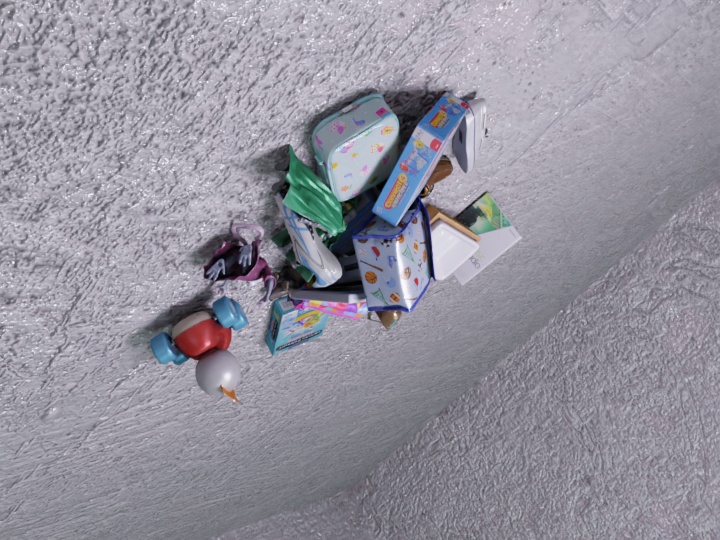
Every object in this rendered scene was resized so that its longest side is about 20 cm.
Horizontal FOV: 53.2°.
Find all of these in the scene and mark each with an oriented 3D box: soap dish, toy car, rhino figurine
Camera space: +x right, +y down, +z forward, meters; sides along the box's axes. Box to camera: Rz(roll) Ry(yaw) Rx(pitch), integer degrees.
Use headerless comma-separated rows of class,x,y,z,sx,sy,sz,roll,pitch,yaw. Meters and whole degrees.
soap dish,0.186,-0.069,1.774,0.157,0.082,0.198,-43,140,21
toy car,-0.306,0.191,1.512,0.182,0.203,0.177,-29,171,-1
rhino figurine,-0.148,0.012,1.577,0.087,0.060,0.200,-19,157,-49

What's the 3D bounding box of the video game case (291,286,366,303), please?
video game case,-0.021,0.049,1.544,0.179,0.023,0.198,-4,-176,-42

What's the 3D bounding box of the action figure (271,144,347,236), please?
action figure,-0.083,-0.120,1.295,0.054,0.121,0.200,-10,148,31

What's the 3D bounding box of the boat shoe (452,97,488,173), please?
boat shoe,0.233,-0.281,1.497,0.065,0.073,0.201,-24,147,-7

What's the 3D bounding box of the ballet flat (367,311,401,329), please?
ballet flat,0.030,0.082,1.759,0.067,0.200,0.074,14,107,-41

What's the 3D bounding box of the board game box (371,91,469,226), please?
board game box,0.115,-0.212,1.353,0.202,0.055,0.196,-61,176,36

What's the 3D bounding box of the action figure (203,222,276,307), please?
action figure,-0.231,-0.013,1.424,0.200,0.131,0.153,19,83,-76

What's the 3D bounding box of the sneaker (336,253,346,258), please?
sneaker,0.011,-0.006,1.718,0.070,0.081,0.199,-40,154,21

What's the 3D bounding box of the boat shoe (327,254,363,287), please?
boat shoe,0.000,0.003,1.575,0.195,0.075,0.068,-15,167,-9

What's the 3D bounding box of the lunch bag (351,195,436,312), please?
lunch bag,0.083,-0.038,1.431,0.200,0.121,0.174,-48,134,-53

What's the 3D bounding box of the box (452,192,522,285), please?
box,0.296,-0.080,1.852,0.199,0.145,0.036,-40,169,14

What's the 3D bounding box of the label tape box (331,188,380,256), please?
label tape box,0.003,-0.101,1.547,0.143,0.064,0.199,-39,157,15

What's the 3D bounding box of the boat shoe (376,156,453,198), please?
boat shoe,0.126,-0.185,1.538,0.197,0.069,0.072,-21,154,-26

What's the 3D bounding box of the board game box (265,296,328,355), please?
board game box,-0.152,0.122,1.795,0.149,0.047,0.201,-20,153,-26

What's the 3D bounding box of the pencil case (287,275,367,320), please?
pencil case,-0.073,0.065,1.683,0.197,0.090,0.089,12,134,-34

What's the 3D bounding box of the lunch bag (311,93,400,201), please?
lunch bag,-0.009,-0.218,1.295,0.158,0.078,0.201,-28,156,-8

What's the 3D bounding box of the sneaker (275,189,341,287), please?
sneaker,-0.109,-0.057,1.352,0.071,0.202,0.072,-28,-169,13

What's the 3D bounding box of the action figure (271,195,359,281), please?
action figure,-0.074,-0.092,1.423,0.200,0.118,0.055,-44,170,1
